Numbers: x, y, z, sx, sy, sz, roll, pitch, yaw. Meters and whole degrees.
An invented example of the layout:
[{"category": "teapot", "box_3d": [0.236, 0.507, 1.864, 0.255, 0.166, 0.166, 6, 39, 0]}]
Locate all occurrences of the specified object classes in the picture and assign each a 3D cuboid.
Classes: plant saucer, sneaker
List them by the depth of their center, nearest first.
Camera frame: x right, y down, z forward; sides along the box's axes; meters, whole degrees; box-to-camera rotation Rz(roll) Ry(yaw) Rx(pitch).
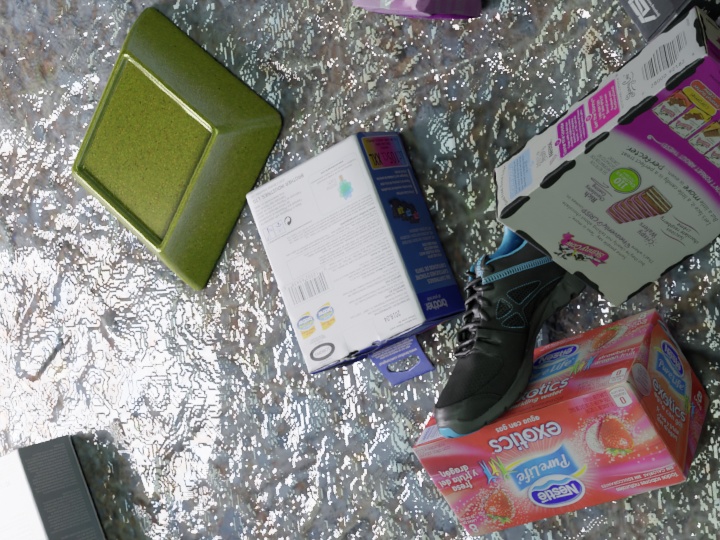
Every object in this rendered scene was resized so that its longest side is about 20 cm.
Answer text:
[{"category": "sneaker", "box_3d": [0.101, 0.037, 1.126, 0.082, 0.201, 0.073, 44, 151, -21]}, {"category": "plant saucer", "box_3d": [-0.191, -0.114, 1.394, 0.199, 0.048, 0.201, 41, 117, 24]}]

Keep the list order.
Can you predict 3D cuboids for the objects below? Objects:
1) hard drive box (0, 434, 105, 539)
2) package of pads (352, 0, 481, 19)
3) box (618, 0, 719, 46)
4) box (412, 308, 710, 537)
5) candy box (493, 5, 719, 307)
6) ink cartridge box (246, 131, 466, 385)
[{"category": "hard drive box", "box_3d": [-0.345, 0.295, 1.541, 0.155, 0.077, 0.202, -25, 81, 35]}, {"category": "package of pads", "box_3d": [0.053, -0.300, 1.151, 0.075, 0.120, 0.202, 9, 102, 28]}, {"category": "box", "box_3d": [0.222, -0.282, 1.045, 0.161, 0.049, 0.201, -49, 52, 36]}, {"category": "box", "box_3d": [0.154, 0.119, 1.135, 0.199, 0.103, 0.095, -23, 110, 34]}, {"category": "candy box", "box_3d": [0.212, -0.076, 1.062, 0.200, 0.136, 0.061, -39, 31, 31]}, {"category": "ink cartridge box", "box_3d": [0.000, 0.000, 1.257, 0.136, 0.076, 0.202, -25, 80, 35]}]
